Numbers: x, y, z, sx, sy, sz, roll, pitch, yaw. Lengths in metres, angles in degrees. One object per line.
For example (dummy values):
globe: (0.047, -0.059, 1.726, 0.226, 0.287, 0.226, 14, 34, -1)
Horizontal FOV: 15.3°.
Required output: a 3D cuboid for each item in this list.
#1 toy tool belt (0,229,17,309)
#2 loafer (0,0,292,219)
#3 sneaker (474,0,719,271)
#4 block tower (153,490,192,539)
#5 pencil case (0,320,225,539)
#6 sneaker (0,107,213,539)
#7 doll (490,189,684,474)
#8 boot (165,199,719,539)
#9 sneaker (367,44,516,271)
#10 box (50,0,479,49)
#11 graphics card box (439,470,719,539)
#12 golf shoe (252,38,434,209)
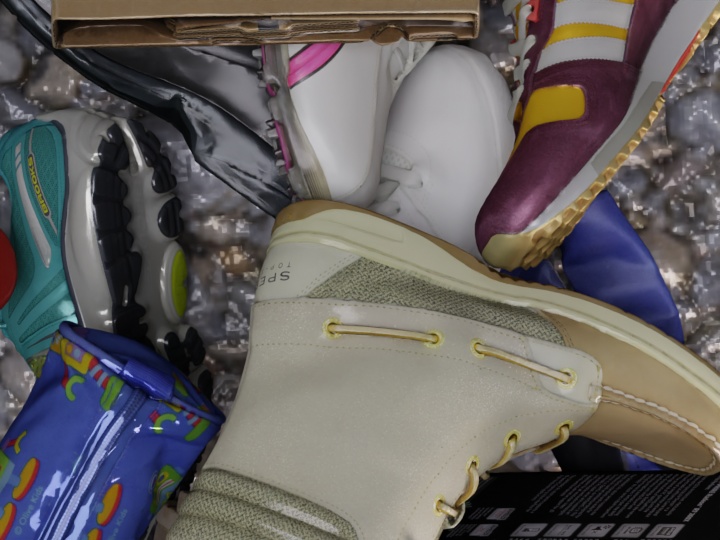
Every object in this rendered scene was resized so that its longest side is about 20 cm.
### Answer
toy tool belt: (-0.220, -0.059, 1.131, 0.123, 0.125, 0.200, -24, 87, 48)
loafer: (-0.079, -0.099, 1.125, 0.200, 0.073, 0.072, 36, 92, -8)
sneaker: (0.081, -0.090, 1.067, 0.090, 0.075, 0.200, 34, 62, 1)
block tower: (-0.067, 0.194, 1.158, 0.058, 0.054, 0.200, 6, 101, -30)
pencil case: (-0.128, 0.120, 1.058, 0.078, 0.087, 0.200, 29, 85, -14)
sneaker: (-0.115, 0.029, 1.152, 0.080, 0.077, 0.200, 4, 103, 34)
doll: (0.108, 0.061, 1.129, 0.136, 0.048, 0.200, -27, 92, 20)
boot: (0.039, 0.077, 1.007, 0.200, 0.072, 0.155, 23, 65, -7)
sneaker: (0.000, 0.000, 1.083, 0.075, 0.088, 0.200, 19, 92, 48)
box: (-0.037, -0.171, 1.058, 0.163, 0.021, 0.200, -1, 56, 2)
graphics card box: (0.070, 0.125, 1.067, 0.200, 0.125, 0.051, -3, 110, 32)
golf shoe: (0.004, -0.113, 1.069, 0.092, 0.073, 0.200, -3, 65, 8)
